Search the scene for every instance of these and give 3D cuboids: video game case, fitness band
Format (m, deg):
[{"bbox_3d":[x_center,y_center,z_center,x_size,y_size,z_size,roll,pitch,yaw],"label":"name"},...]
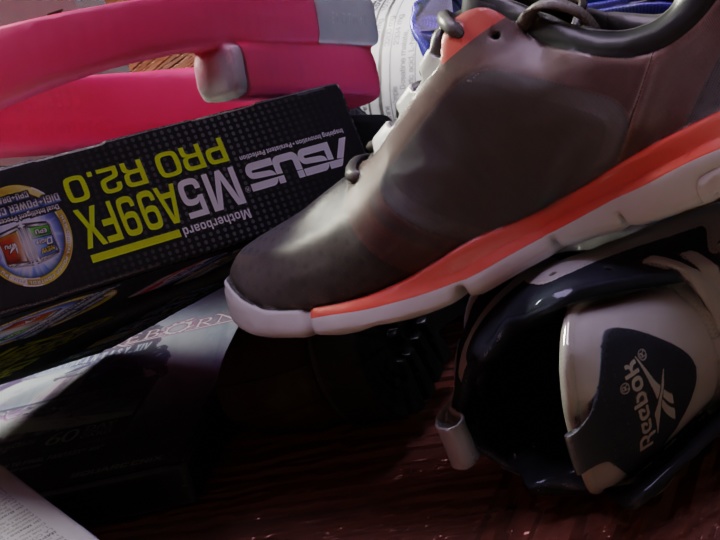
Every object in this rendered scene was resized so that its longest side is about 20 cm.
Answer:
[{"bbox_3d":[-0.107,0.052,0.831,0.143,0.019,0.200,-13,19,15],"label":"video game case"},{"bbox_3d":[-0.076,-0.065,0.757,0.143,0.038,0.200,-12,-2,28],"label":"fitness band"}]

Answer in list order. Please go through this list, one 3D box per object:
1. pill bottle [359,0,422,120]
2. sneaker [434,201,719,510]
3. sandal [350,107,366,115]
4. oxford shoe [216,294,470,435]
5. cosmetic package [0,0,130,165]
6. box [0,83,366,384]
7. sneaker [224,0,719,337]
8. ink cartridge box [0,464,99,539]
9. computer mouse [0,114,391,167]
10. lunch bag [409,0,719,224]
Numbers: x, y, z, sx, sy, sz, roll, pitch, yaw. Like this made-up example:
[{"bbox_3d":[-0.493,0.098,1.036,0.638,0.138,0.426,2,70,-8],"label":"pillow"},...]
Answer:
[{"bbox_3d":[0.045,-0.079,0.930,0.200,0.106,0.106,-5,22,35],"label":"pill bottle"},{"bbox_3d":[0.108,0.019,0.622,0.199,0.080,0.130,-8,21,28],"label":"sneaker"},{"bbox_3d":[-0.082,-0.031,0.902,0.200,0.076,0.043,-16,16,7],"label":"sandal"},{"bbox_3d":[0.000,0.000,0.799,0.084,0.073,0.200,-18,13,28],"label":"oxford shoe"},{"bbox_3d":[-0.163,-0.085,0.994,0.107,0.200,0.085,-19,16,5],"label":"cosmetic package"},{"bbox_3d":[-0.112,0.004,0.732,0.160,0.044,0.200,-19,-5,-40],"label":"box"},{"bbox_3d":[0.039,-0.042,0.630,0.200,0.082,0.077,-22,7,24],"label":"sneaker"},{"bbox_3d":[-0.147,0.106,0.649,0.119,0.042,0.200,-29,23,-23],"label":"ink cartridge box"},{"bbox_3d":[-0.075,-0.032,0.827,0.200,0.034,0.059,-8,-2,-15],"label":"computer mouse"},{"bbox_3d":[0.120,-0.065,0.691,0.200,0.151,0.094,-18,52,19],"label":"lunch bag"}]
